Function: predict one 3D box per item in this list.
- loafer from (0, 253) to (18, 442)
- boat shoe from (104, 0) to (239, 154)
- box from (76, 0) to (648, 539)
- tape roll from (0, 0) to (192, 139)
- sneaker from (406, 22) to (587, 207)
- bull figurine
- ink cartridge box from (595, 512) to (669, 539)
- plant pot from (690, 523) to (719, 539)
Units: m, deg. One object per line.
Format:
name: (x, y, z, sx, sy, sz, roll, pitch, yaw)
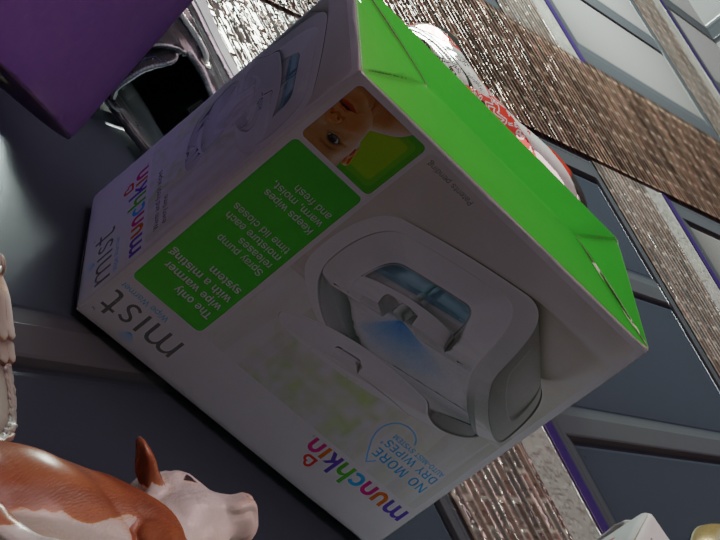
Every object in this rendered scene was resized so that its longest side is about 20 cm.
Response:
loafer: (-0.169, -0.022, 0.657, 0.072, 0.063, 0.201, 16, 42, -59)
boat shoe: (-0.112, -0.111, 0.918, 0.201, 0.071, 0.068, 59, 19, -4)
box: (0.000, 0.000, 0.822, 0.200, 0.176, 0.097, 42, 23, -27)
tape roll: (-0.165, -0.151, 0.722, 0.200, 0.085, 0.200, 41, -5, 4)
sneaker: (0.080, -0.095, 1.295, 0.202, 0.067, 0.108, 53, 22, 9)
bull figurine: (-0.098, 0.097, 0.599, 0.199, 0.066, 0.121, 18, 8, -46)
ink cartridge box: (0.067, 0.192, 0.706, 0.084, 0.146, 0.200, 53, 21, 4)
plant pot: (0.305, 0.263, 1.266, 0.200, 0.027, 0.201, 44, 22, -23)
